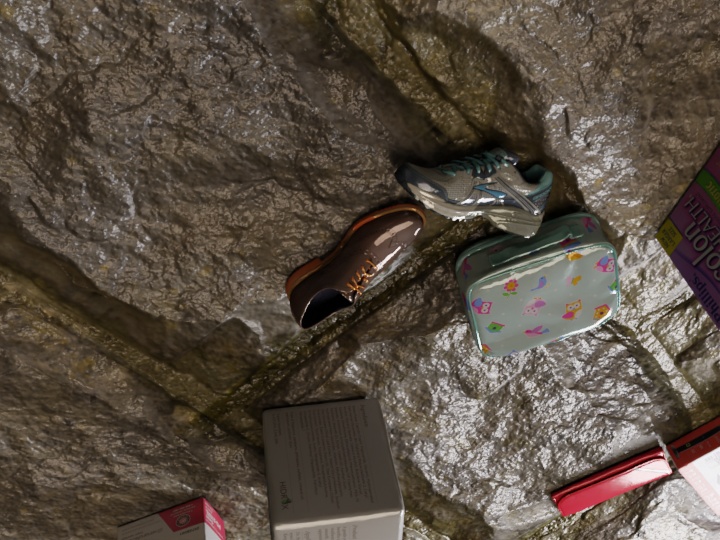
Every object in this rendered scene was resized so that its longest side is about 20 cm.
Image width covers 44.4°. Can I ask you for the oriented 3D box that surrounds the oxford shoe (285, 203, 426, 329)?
[{"bbox_3d":[0.000,0.000,1.034,0.200,0.073,0.071,-38,128,19],"label":"oxford shoe"}]

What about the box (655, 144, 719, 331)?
[{"bbox_3d":[0.470,-0.053,1.034,0.096,0.177,0.201,9,128,-21],"label":"box"}]

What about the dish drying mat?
[{"bbox_3d":[0.421,0.358,1.480,0.199,0.018,0.077,-27,132,9],"label":"dish drying mat"}]

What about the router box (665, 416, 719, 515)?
[{"bbox_3d":[0.629,0.309,1.468,0.179,0.049,0.200,-35,129,16],"label":"router box"}]

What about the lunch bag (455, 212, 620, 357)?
[{"bbox_3d":[0.223,0.014,1.099,0.198,0.077,0.161,-19,130,3],"label":"lunch bag"}]

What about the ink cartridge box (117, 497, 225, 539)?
[{"bbox_3d":[-0.270,0.452,1.271,0.144,0.201,0.085,-21,132,4],"label":"ink cartridge box"}]

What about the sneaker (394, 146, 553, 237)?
[{"bbox_3d":[0.130,-0.104,0.990,0.199,0.078,0.087,10,116,-30],"label":"sneaker"}]

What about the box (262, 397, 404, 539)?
[{"bbox_3d":[-0.042,0.317,1.213,0.170,0.201,0.200,-5,130,-7],"label":"box"}]
